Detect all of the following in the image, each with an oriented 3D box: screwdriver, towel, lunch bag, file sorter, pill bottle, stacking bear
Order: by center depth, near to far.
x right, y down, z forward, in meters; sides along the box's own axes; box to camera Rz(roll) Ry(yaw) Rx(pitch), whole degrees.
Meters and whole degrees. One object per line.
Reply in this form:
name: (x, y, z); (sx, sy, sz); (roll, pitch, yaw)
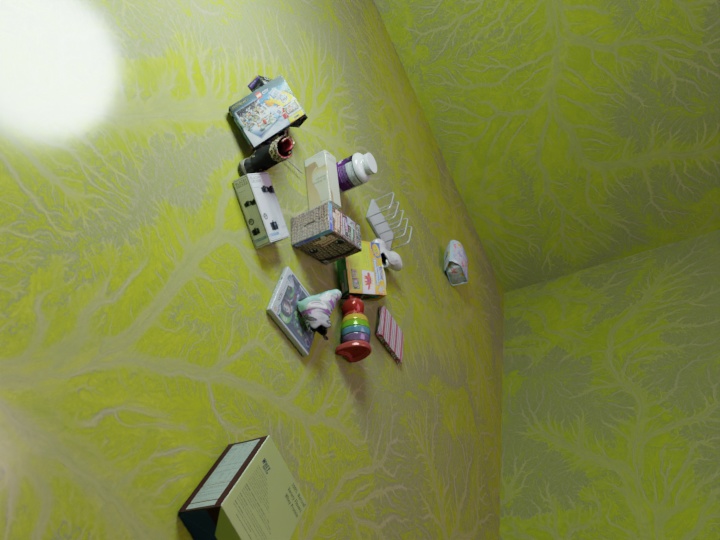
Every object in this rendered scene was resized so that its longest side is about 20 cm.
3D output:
screwdriver: (-0.254, -0.378, 1.762); (0.199, 0.028, 0.029); (40, 12, -43)
stacking bear: (-0.022, 0.187, 1.799); (0.121, 0.111, 0.206); (39, 37, -47)
pill bottle: (-0.038, -0.369, 1.990); (0.112, 0.195, 0.116); (40, 40, -45)
towel: (0.121, 0.259, 2.114); (0.202, 0.029, 0.149); (55, 31, -36)
file sorter: (0.131, -0.211, 2.306); (0.203, 0.121, 0.141); (57, 31, -28)
lunch bag: (0.537, -0.049, 2.994); (0.202, 0.123, 0.174); (60, 30, -42)

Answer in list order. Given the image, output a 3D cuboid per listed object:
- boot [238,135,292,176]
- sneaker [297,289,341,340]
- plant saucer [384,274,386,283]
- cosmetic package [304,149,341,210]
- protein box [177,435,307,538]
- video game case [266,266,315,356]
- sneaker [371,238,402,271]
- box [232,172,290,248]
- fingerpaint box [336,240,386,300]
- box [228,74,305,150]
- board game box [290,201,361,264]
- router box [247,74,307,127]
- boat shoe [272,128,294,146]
boot: (-0.267, -0.353, 1.592); (0.075, 0.147, 0.201); (62, 29, -15)
sneaker: (-0.113, 0.143, 1.636); (0.197, 0.076, 0.145); (-14, 88, -54)
plant saucer: (0.034, 0.011, 2.066); (0.199, 0.049, 0.207); (41, 41, -47)
cosmetic package: (-0.135, -0.309, 1.874); (0.070, 0.103, 0.207); (22, 53, -53)
protein box: (-0.245, 0.512, 1.135); (0.203, 0.131, 0.201); (64, 28, -14)
video game case: (-0.194, 0.122, 1.588); (0.202, 0.023, 0.185); (56, 31, -30)
sneaker: (0.109, -0.040, 2.206); (0.198, 0.077, 0.102); (36, 34, -37)
box: (-0.289, -0.179, 1.545); (0.116, 0.059, 0.207); (-23, 95, -63)
fingerpaint box: (0.000, 0.000, 1.916); (0.162, 0.073, 0.207); (4, 67, -32)
box: (-0.282, -0.479, 1.598); (0.198, 0.038, 0.139); (-36, 96, -17)
board game box: (-0.111, -0.118, 1.744); (0.198, 0.155, 0.100); (29, 48, -52)
router box: (-0.268, -0.553, 1.735); (0.159, 0.052, 0.200); (52, 19, -1)
boat shoe: (-0.274, -0.454, 1.735); (0.198, 0.061, 0.076); (22, 55, -57)
